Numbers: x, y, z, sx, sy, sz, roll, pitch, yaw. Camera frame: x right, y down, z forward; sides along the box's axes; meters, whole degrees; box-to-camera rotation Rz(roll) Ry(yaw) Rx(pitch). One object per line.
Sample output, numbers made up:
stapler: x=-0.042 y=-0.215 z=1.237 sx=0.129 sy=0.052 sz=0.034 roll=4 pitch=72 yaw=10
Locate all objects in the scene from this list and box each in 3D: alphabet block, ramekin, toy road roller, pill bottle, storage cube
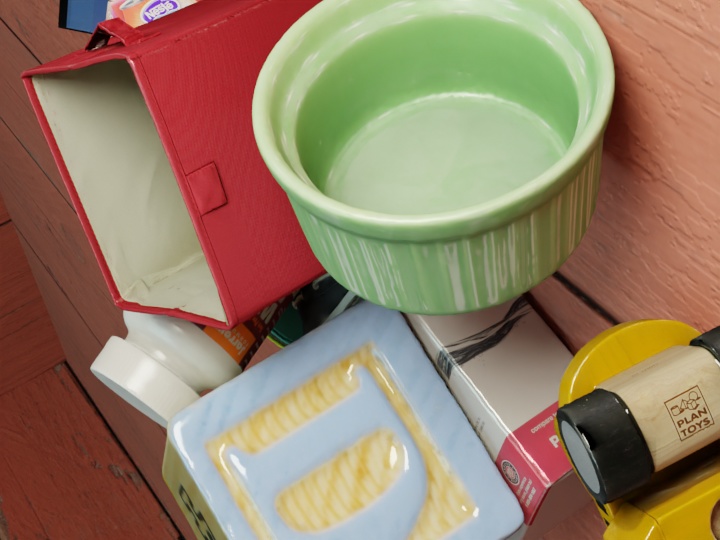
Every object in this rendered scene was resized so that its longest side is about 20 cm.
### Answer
alphabet block: x=-0.025 y=0.166 z=0.939 sx=0.198 sy=0.194 sz=0.200 roll=59 pitch=164 yaw=10
ramekin: x=0.045 y=-0.072 z=0.707 sx=0.200 sy=0.199 sz=0.098 roll=46 pitch=162 yaw=36
toy road roller: x=0.189 y=0.125 z=0.724 sx=0.202 sy=0.122 sz=0.146 roll=65 pitch=174 yaw=-3
pill bottle: x=-0.119 y=0.023 z=0.994 sx=0.109 sy=0.201 sz=0.110 roll=32 pitch=164 yaw=10
storage cube: x=-0.088 y=-0.087 z=0.832 sx=0.170 sy=0.179 sz=0.203 roll=5 pitch=119 yaw=53

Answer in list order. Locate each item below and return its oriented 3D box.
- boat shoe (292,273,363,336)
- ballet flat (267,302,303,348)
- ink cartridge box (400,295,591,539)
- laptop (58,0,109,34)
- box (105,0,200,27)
boat shoe: x=0.000 y=0.000 z=0.992 sx=0.061 sy=0.073 sz=0.200 roll=60 pitch=147 yaw=16
ballet flat: x=-0.039 y=0.056 z=1.105 sx=0.199 sy=0.067 sz=0.067 roll=35 pitch=161 yaw=-2
ink cartridge box: x=0.097 y=0.090 z=0.941 sx=0.201 sy=0.084 sz=0.145 roll=52 pitch=159 yaw=23
laptop: x=-0.216 y=-0.222 z=1.279 sx=0.202 sy=0.102 sz=0.177 roll=60 pitch=161 yaw=5
box: x=-0.153 y=-0.134 z=1.023 sx=0.103 sy=0.094 sz=0.201 roll=59 pitch=154 yaw=17
